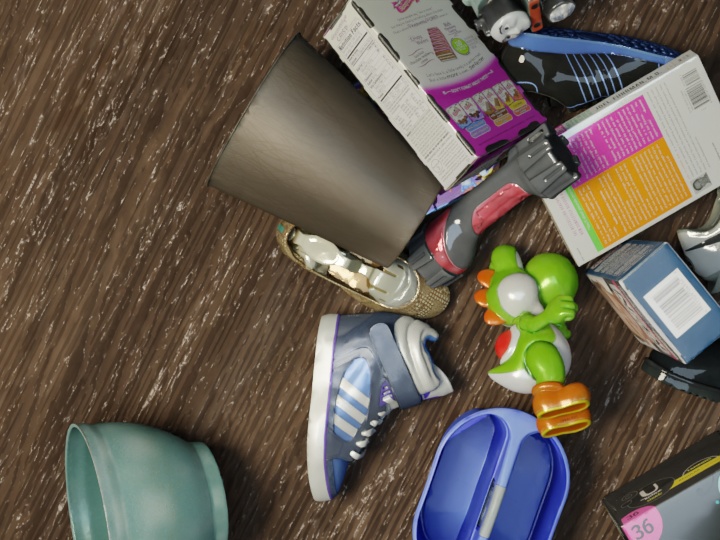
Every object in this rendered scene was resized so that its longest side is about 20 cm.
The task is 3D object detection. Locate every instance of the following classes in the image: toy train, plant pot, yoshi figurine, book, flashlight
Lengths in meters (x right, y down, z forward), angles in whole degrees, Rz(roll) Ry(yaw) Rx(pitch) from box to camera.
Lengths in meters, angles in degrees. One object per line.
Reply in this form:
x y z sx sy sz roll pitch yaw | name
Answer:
0.138 -0.320 1.212 0.113 0.085 0.202 -25 68 4 | toy train
-0.213 0.246 1.233 0.133 0.200 0.203 -7 93 -24 | plant pot
0.194 0.057 1.224 0.112 0.111 0.202 -40 53 37 | yoshi figurine
0.276 -0.113 1.226 0.198 0.048 0.134 -29 110 7 | book
0.133 -0.058 1.209 0.067 0.069 0.199 30 130 -32 | flashlight

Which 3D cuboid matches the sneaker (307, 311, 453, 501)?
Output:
0.023 0.144 1.259 0.144 0.081 0.203 4 89 5 | sneaker

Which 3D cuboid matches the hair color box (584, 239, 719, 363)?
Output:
0.286 0.026 1.182 0.060 0.200 0.100 -39 90 3 | hair color box

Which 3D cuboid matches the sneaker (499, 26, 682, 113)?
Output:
0.240 -0.202 1.247 0.197 0.070 0.079 8 113 -2 | sneaker

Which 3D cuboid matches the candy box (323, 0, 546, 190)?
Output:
0.075 -0.190 1.199 0.201 0.136 0.061 53 134 8 | candy box

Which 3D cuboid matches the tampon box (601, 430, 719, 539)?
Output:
0.365 0.294 1.228 0.149 0.126 0.201 -31 91 3 | tampon box

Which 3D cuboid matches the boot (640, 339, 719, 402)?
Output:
0.402 0.056 1.239 0.198 0.076 0.170 15 97 -5 | boot

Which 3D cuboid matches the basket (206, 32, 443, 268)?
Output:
-0.024 -0.105 1.200 0.199 0.136 0.181 32 113 -3 | basket

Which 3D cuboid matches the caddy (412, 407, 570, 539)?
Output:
0.133 0.237 1.245 0.140 0.105 0.202 19 93 0 | caddy

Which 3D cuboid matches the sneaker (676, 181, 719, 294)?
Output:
0.414 -0.071 1.236 0.199 0.074 0.089 -39 93 3 | sneaker

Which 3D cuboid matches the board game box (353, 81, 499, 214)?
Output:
0.049 -0.136 1.264 0.198 0.039 0.160 -23 92 3 | board game box

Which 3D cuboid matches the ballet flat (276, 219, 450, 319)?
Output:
0.000 0.000 1.261 0.198 0.065 0.071 22 96 1 | ballet flat
